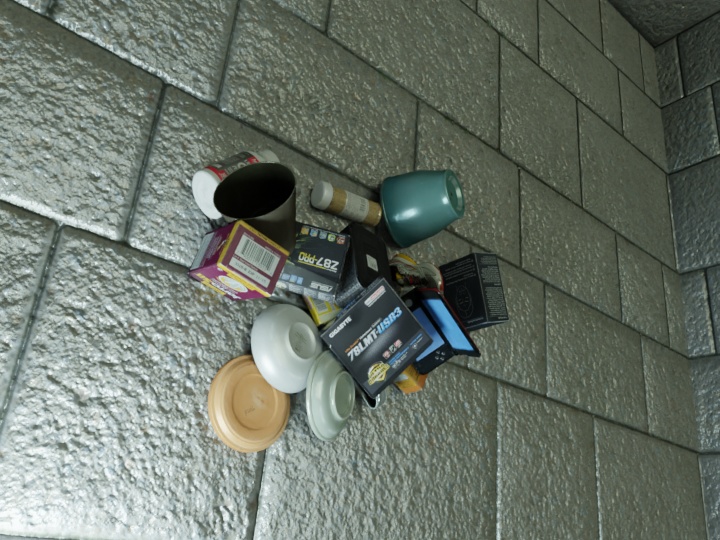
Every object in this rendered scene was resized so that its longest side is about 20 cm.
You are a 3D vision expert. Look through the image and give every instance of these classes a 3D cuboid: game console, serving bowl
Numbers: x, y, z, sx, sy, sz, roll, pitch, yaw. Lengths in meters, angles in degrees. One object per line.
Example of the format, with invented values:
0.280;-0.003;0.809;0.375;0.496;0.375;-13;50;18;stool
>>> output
0.164;0.153;1.521;0.202;0.170;0.119;54;10;-11;game console
-0.151;0.167;1.430;0.198;0.065;0.206;27;52;-39;serving bowl

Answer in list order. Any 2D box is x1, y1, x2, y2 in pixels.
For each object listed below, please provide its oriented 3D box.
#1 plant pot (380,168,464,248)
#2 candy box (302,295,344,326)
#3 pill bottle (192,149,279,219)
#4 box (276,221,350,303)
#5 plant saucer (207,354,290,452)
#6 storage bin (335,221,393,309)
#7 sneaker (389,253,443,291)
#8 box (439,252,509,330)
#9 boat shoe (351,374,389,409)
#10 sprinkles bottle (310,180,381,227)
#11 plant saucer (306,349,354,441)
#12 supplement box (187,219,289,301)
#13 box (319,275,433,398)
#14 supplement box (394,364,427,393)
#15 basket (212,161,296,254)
0.180;-0.185;1.740;0.199;0.184;0.206;36;47;-50;plant pot
-0.107;0.029;1.534;0.101;0.026;0.204;-12;70;-46;candy box
-0.274;-0.204;1.439;0.199;0.109;0.113;-35;98;-42;pill bottle
-0.135;-0.028;1.482;0.194;0.049;0.165;15;64;0;box
-0.234;0.285;1.366;0.196;0.032;0.207;15;67;-36;plant saucer
0.000;0.000;1.578;0.133;0.093;0.204;27;40;-38;storage bin
0.139;0.021;1.686;0.081;0.197;0.080;-32;125;-35;sneaker
0.330;0.066;1.851;0.105;0.147;0.207;1;75;-39;box
0.011;0.236;1.527;0.071;0.069;0.206;-32;101;-57;boat shoe
-0.035;-0.172;1.666;0.196;0.067;0.070;17;65;-36;sprinkles bottle
-0.056;0.286;1.455;0.199;0.049;0.207;12;76;-63;plant saucer
-0.258;-0.016;1.323;0.129;0.198;0.106;33;68;-26;supplement box
0.038;0.154;1.468;0.199;0.050;0.200;-40;104;-4;box
0.085;0.220;1.606;0.200;0.068;0.067;46;49;-18;supplement box
-0.207;-0.114;1.375;0.175;0.202;0.139;-19;60;-6;basket
